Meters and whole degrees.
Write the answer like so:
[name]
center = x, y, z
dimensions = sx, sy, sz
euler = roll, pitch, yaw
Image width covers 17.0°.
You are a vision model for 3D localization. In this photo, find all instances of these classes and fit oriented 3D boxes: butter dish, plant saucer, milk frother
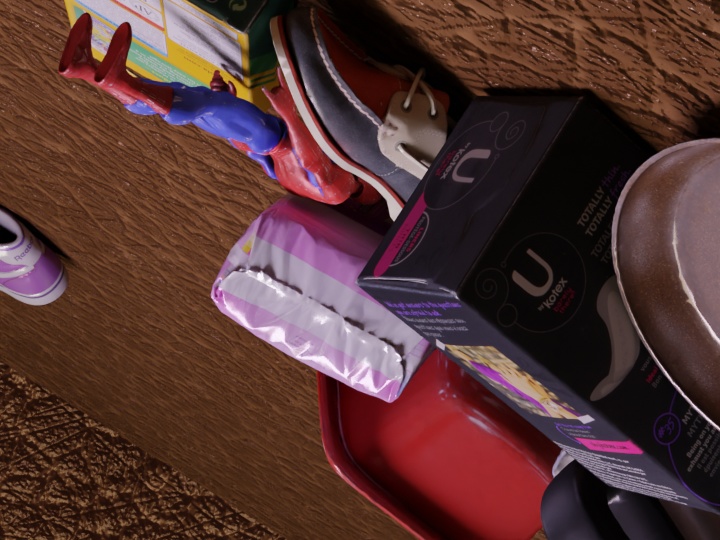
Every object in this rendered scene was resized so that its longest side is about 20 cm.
[butter dish]
center = 0.076, 0.079, 1.536
dimensions = 0.199, 0.148, 0.200
euler = 39, -153, -29
[plant saucer]
center = 0.204, 0.017, 1.094
dimensions = 0.200, 0.032, 0.200
euler = 30, 143, 25
[milk frother]
center = 0.225, 0.138, 1.366
dimensions = 0.188, 0.200, 0.180
euler = 58, -161, 21

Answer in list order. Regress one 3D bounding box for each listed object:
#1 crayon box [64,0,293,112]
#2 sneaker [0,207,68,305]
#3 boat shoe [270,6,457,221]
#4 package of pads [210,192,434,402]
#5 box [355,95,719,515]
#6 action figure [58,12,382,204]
[crayon box]
center = -0.100, -0.144, 1.310
dimensions = 0.126, 0.052, 0.200
euler = 31, 166, 6
[sneaker]
center = -0.384, -0.036, 2.368
dimensions = 0.200, 0.073, 0.114
euler = 10, 152, 36
[boat shoe]
center = 0.023, -0.074, 1.260
dimensions = 0.063, 0.071, 0.200
euler = -23, 134, 21
[package of pads]
center = 0.000, 0.000, 1.372
dimensions = 0.120, 0.076, 0.200
euler = 32, -163, 4
[box]
center = 0.120, 0.017, 1.217
dimensions = 0.200, 0.122, 0.106
euler = 40, 166, -25
[action figure]
center = -0.060, -0.078, 1.252
dimensions = 0.200, 0.052, 0.065
euler = 29, 169, -38
